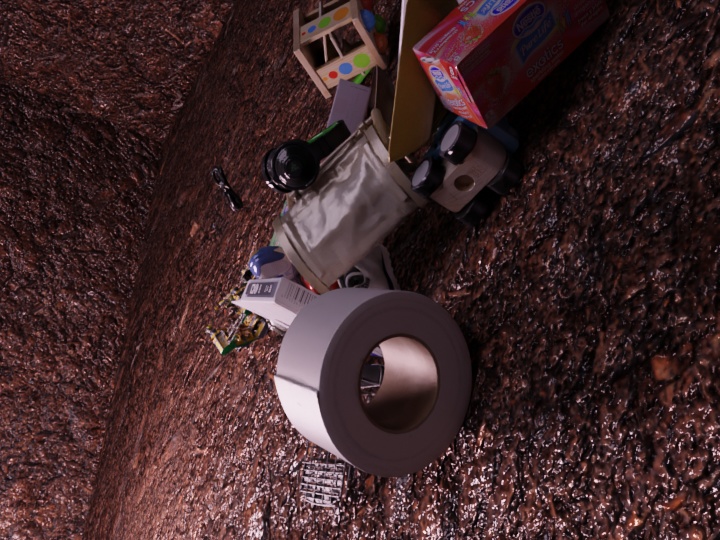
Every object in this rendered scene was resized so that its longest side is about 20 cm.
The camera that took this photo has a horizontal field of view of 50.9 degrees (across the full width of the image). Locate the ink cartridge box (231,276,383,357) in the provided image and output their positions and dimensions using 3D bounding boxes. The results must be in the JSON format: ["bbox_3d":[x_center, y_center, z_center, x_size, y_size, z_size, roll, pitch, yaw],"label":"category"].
[{"bbox_3d":[-0.075,0.069,1.124,0.199,0.196,0.044,-4,61,62],"label":"ink cartridge box"}]

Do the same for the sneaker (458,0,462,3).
[{"bbox_3d":[0.181,-0.423,1.056,0.199,0.098,0.077,-10,65,64],"label":"sneaker"}]

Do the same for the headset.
[{"bbox_3d":[-0.105,-0.155,1.045,0.199,0.095,0.123,-39,14,-15],"label":"headset"}]

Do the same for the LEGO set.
[{"bbox_3d":[-0.237,0.061,1.512,0.117,0.152,0.201,51,139,20],"label":"LEGO set"}]

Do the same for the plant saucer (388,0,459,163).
[{"bbox_3d":[0.089,-0.258,0.974,0.201,0.047,0.204,-60,-21,-61],"label":"plant saucer"}]

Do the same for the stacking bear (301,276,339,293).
[{"bbox_3d":[-0.061,-0.061,1.297,0.121,0.111,0.205,38,-128,-71],"label":"stacking bear"}]

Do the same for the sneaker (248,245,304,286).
[{"bbox_3d":[-0.122,0.038,1.292,0.074,0.201,0.089,-27,50,8],"label":"sneaker"}]

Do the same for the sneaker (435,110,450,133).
[{"bbox_3d":[0.107,-0.297,1.154,0.089,0.066,0.205,-14,63,55],"label":"sneaker"}]

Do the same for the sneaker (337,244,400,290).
[{"bbox_3d":[0.000,0.000,1.157,0.078,0.079,0.201,-64,24,18],"label":"sneaker"}]

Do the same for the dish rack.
[{"bbox_3d":[-0.031,0.234,1.087,0.153,0.054,0.205,-22,55,61],"label":"dish rack"}]

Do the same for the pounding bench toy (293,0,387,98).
[{"bbox_3d":[-0.014,-0.419,1.452,0.153,0.200,0.126,-20,50,19],"label":"pounding bench toy"}]

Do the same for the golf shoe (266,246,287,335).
[{"bbox_3d":[-0.128,0.018,1.423,0.087,0.076,0.205,-13,62,51],"label":"golf shoe"}]

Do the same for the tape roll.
[{"bbox_3d":[0.015,0.124,0.892,0.138,0.199,0.207,1,73,63],"label":"tape roll"}]

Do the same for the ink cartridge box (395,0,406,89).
[{"bbox_3d":[0.091,-0.405,1.224,0.202,0.042,0.199,91,-171,-52],"label":"ink cartridge box"}]

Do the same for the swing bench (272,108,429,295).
[{"bbox_3d":[-0.014,-0.103,1.077,0.198,0.130,0.201,-41,12,17],"label":"swing bench"}]

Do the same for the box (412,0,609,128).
[{"bbox_3d":[0.172,-0.272,0.865,0.199,0.096,0.100,-42,38,-4],"label":"box"}]

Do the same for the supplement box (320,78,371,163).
[{"bbox_3d":[-0.029,-0.243,1.334,0.200,0.059,0.111,116,169,-79],"label":"supplement box"}]

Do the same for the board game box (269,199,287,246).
[{"bbox_3d":[-0.145,-0.083,1.582,0.134,0.029,0.204,28,98,65],"label":"board game box"}]

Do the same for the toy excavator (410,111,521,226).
[{"bbox_3d":[0.154,-0.193,0.969,0.195,0.098,0.203,-47,25,40],"label":"toy excavator"}]

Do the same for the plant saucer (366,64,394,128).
[{"bbox_3d":[0.029,-0.232,1.248,0.200,0.036,0.206,-173,90,-86],"label":"plant saucer"}]
